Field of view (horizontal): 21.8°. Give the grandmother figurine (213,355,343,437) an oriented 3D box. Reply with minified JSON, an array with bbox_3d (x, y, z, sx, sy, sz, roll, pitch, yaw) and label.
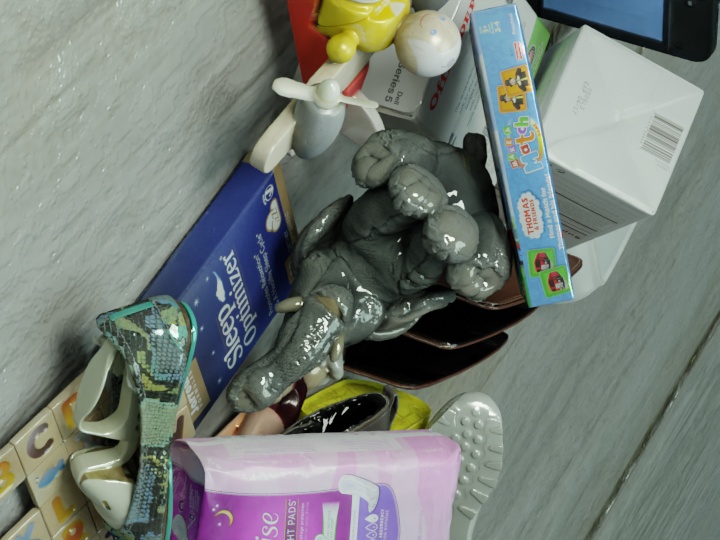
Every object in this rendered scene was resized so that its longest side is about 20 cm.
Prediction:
[{"bbox_3d":[-0.073,0.114,1.407,0.200,0.061,0.121,-55,179,-37],"label":"grandmother figurine"}]

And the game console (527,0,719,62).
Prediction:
[{"bbox_3d":[0.178,-0.232,1.505,0.118,0.200,0.171,-51,149,-35],"label":"game console"}]

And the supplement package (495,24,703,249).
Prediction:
[{"bbox_3d":[0.180,-0.106,1.586,0.121,0.120,0.200,-66,-168,-14],"label":"supplement package"}]

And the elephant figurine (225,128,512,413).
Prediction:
[{"bbox_3d":[0.000,0.000,1.304,0.155,0.142,0.200,15,131,-45],"label":"elephant figurine"}]

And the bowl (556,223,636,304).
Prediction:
[{"bbox_3d":[0.230,-0.076,1.883,0.200,0.075,0.200,-59,152,-27],"label":"bowl"}]

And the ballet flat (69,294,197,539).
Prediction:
[{"bbox_3d":[-0.151,0.104,1.177,0.074,0.074,0.200,-33,138,-54],"label":"ballet flat"}]

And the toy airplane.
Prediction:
[{"bbox_3d":[0.003,-0.154,1.264,0.199,0.141,0.200,5,102,-66],"label":"toy airplane"}]

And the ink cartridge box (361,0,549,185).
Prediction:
[{"bbox_3d":[0.064,-0.163,1.455,0.146,0.084,0.200,-69,156,-6],"label":"ink cartridge box"}]

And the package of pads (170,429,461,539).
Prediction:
[{"bbox_3d":[-0.032,0.173,1.286,0.200,0.076,0.121,0,101,-22],"label":"package of pads"}]

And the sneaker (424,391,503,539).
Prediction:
[{"bbox_3d":[0.072,0.172,1.544,0.081,0.076,0.200,-70,176,-57],"label":"sneaker"}]

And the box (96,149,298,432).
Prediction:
[{"bbox_3d":[-0.106,0.027,1.300,0.200,0.032,0.121,-55,151,-30],"label":"box"}]

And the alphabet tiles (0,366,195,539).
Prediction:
[{"bbox_3d":[-0.183,0.141,1.212,0.200,0.008,0.167,-45,146,-28],"label":"alphabet tiles"}]

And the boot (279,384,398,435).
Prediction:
[{"bbox_3d":[-0.047,0.184,1.377,0.200,0.069,0.174,-33,137,-20],"label":"boot"}]

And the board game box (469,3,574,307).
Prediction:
[{"bbox_3d":[0.111,-0.079,1.305,0.151,0.037,0.200,-40,119,-86],"label":"board game box"}]

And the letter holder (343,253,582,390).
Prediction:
[{"bbox_3d":[0.089,0.033,1.579,0.200,0.142,0.101,-22,127,-60],"label":"letter holder"}]

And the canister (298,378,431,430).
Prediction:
[{"bbox_3d":[-0.019,0.204,1.537,0.149,0.086,0.200,-21,128,-68],"label":"canister"}]
